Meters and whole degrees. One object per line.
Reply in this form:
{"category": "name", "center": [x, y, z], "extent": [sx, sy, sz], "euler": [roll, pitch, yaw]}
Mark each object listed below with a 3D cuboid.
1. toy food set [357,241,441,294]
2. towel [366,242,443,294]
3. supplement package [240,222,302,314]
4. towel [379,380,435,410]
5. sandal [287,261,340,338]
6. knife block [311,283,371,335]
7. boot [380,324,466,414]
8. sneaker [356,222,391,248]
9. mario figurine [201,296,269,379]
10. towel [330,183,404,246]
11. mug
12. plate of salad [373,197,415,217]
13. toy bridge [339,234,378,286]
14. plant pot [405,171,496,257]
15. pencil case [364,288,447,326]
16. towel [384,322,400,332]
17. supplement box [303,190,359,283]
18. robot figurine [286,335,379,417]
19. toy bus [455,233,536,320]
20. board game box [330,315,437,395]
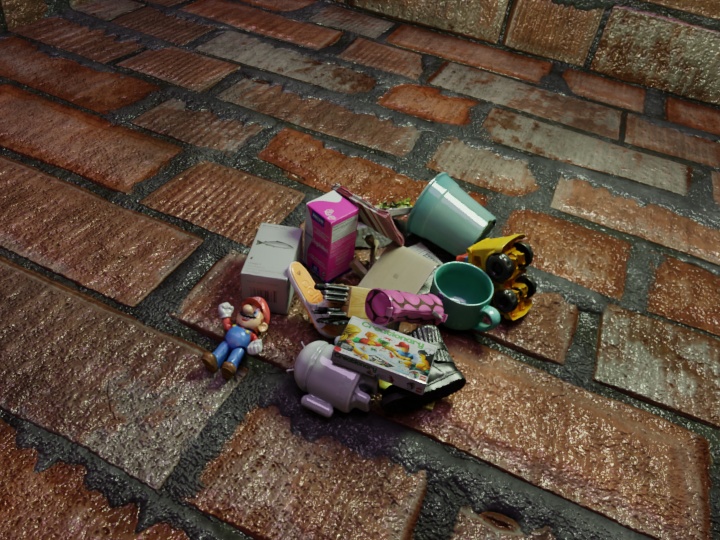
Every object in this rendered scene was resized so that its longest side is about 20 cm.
{"category": "toy food set", "center": [0.094, 0.031, 1.455], "extent": [0.142, 0.061, 0.201], "euler": [28, 69, 25]}
{"category": "towel", "center": [0.141, 0.002, 1.544], "extent": [0.197, 0.035, 0.193], "euler": [-19, 49, -26]}
{"category": "supplement package", "center": [-0.217, -0.008, 1.432], "extent": [0.114, 0.119, 0.202], "euler": [7, 41, 2]}
{"category": "towel", "center": [0.080, 0.242, 1.282], "extent": [0.197, 0.018, 0.087], "euler": [21, 49, 12]}
{"category": "sandal", "center": [-0.096, 0.065, 1.336], "extent": [0.208, 0.059, 0.079], "euler": [56, 39, -8]}
{"category": "knife block", "center": [-0.028, 0.057, 1.303], "extent": [0.063, 0.178, 0.201], "euler": [6, 43, 34]}
{"category": "boot", "center": [0.111, 0.212, 1.248], "extent": [0.208, 0.080, 0.159], "euler": [-12, 52, -25]}
{"category": "sneaker", "center": [0.002, -0.111, 1.623], "extent": [0.196, 0.078, 0.081], "euler": [-1, 32, -13]}
{"category": "mario figurine", "center": [-0.271, 0.130, 1.273], "extent": [0.123, 0.106, 0.201], "euler": [41, 49, -15]}
{"category": "towel", "center": [0.020, -0.145, 1.474], "extent": [0.199, 0.144, 0.023], "euler": [33, 78, 32]}
{"category": "mug", "center": [0.245, 0.083, 1.411], "extent": [0.149, 0.116, 0.187], "euler": [2, 42, -8]}
{"category": "plate of salad", "center": [0.069, -0.174, 1.641], "extent": [0.196, 0.049, 0.200], "euler": [-8, 3, 0]}
{"category": "toy bridge", "center": [0.000, 0.000, 1.500], "extent": [0.067, 0.027, 0.202], "euler": [46, 54, -23]}
{"category": "plant pot", "center": [0.264, -0.139, 1.616], "extent": [0.195, 0.202, 0.200], "euler": [37, 48, 19]}
{"category": "pencil case", "center": [0.104, 0.086, 1.287], "extent": [0.198, 0.092, 0.093], "euler": [5, 23, -43]}
{"category": "towel", "center": [0.019, 0.154, 1.323], "extent": [0.141, 0.023, 0.201], "euler": [-7, 37, 22]}
{"category": "supplement box", "center": [-0.077, -0.086, 1.478], "extent": [0.103, 0.202, 0.101], "euler": [-29, 52, -35]}
{"category": "robot figurine", "center": [-0.057, 0.221, 1.206], "extent": [0.197, 0.114, 0.171], "euler": [22, 60, 16]}
{"category": "toy bus", "center": [0.341, 0.014, 1.487], "extent": [0.190, 0.204, 0.135], "euler": [1, 19, 44]}
{"category": "board game box", "center": [0.052, 0.172, 1.181], "extent": [0.197, 0.035, 0.127], "euler": [19, 33, 9]}
